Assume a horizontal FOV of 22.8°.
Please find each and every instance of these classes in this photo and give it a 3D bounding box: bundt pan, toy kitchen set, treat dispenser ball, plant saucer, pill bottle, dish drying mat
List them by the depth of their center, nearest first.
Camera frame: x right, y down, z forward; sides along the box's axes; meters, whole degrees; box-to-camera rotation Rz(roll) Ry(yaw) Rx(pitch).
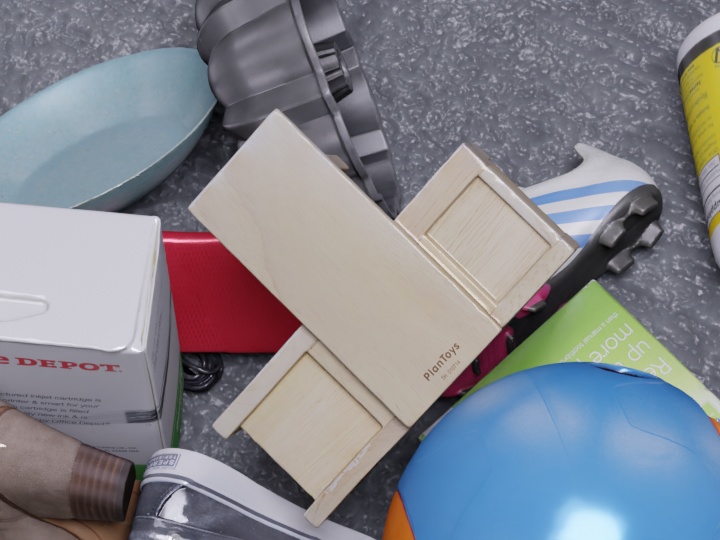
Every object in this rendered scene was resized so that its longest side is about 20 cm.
[{"bbox_3d":[0.109,0.146,0.880,0.199,0.201,0.203,-2,66,4],"label":"treat dispenser ball"},{"bbox_3d":[0.000,0.000,1.000,0.163,0.180,0.200,44,101,5],"label":"toy kitchen set"},{"bbox_3d":[-0.099,0.013,1.092,0.198,0.018,0.077,1,110,-6],"label":"dish drying mat"},{"bbox_3d":[0.264,-0.056,1.096,0.110,0.111,0.202,-7,67,1],"label":"pill bottle"},{"bbox_3d":[-0.044,-0.113,1.104,0.075,0.202,0.203,-19,66,8],"label":"bundt pan"},{"bbox_3d":[-0.172,-0.073,1.141,0.199,0.039,0.202,-18,30,11],"label":"plant saucer"}]

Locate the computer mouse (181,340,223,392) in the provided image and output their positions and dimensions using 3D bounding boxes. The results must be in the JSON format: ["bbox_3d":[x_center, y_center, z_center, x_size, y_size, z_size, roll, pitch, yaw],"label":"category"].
[{"bbox_3d":[-0.174,0.098,1.102,0.109,0.044,0.201,30,66,11],"label":"computer mouse"}]

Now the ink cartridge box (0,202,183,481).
[{"bbox_3d":[-0.176,0.046,0.991,0.145,0.200,0.085,5,62,0],"label":"ink cartridge box"}]

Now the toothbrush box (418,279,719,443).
[{"bbox_3d":[0.152,0.131,1.037,0.145,0.086,0.200,-40,71,-11],"label":"toothbrush box"}]

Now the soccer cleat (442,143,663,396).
[{"bbox_3d":[0.100,-0.002,1.116,0.200,0.070,0.086,-39,53,-14],"label":"soccer cleat"}]

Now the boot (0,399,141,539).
[{"bbox_3d":[-0.197,0.129,0.985,0.145,0.201,0.071,12,54,1],"label":"boot"}]

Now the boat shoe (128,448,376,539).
[{"bbox_3d":[-0.042,0.172,0.999,0.199,0.072,0.068,33,56,-27],"label":"boat shoe"}]
